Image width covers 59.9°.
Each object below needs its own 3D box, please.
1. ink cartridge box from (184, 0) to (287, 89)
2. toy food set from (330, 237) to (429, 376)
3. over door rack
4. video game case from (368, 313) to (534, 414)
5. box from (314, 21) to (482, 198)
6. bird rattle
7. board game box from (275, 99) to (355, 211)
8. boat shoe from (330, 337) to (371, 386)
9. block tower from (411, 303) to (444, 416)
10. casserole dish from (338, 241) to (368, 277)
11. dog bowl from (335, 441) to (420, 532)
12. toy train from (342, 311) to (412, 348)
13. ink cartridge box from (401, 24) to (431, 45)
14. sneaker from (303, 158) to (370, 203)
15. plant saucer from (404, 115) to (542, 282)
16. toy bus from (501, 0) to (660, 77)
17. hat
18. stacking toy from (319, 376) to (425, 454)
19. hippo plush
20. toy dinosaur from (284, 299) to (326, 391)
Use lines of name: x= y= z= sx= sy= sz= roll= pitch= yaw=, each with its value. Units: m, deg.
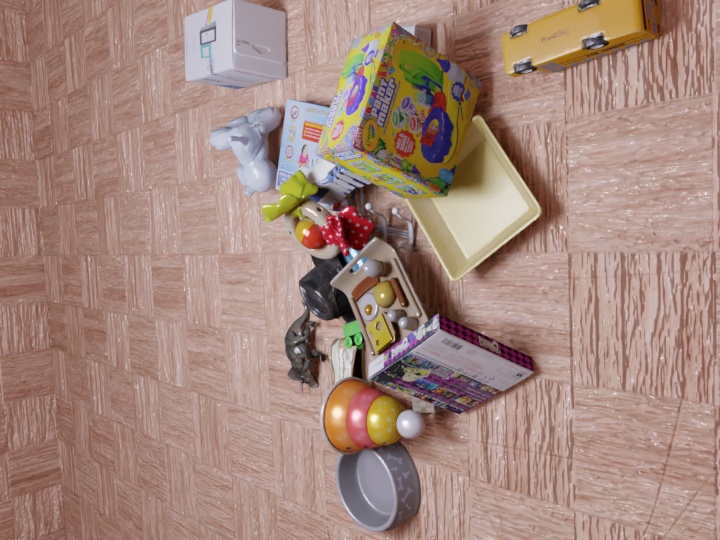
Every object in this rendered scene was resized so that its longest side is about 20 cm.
ink cartridge box: x=-0.280 y=-0.502 z=1.404 sx=0.200 sy=0.147 sz=0.146 roll=7 pitch=99 yaw=45
toy food set: x=0.025 y=0.063 z=1.083 sx=0.144 sy=0.060 sz=0.200 roll=-44 pitch=54 yaw=33
over door rack: x=0.037 y=-0.148 z=1.173 sx=0.148 sy=0.067 sz=0.201 roll=15 pitch=105 yaw=43
video game case: x=0.145 y=0.159 z=1.012 sx=0.181 sy=0.200 sz=0.036 roll=-43 pitch=32 yaw=40
box: x=0.061 y=-0.242 z=0.992 sx=0.122 sy=0.192 sz=0.200 roll=8 pitch=79 yaw=58
bird rattle: x=-0.075 y=-0.085 z=1.151 sx=0.200 sy=0.113 sz=0.163 roll=28 pitch=149 yaw=4
board game box: x=-0.086 y=-0.242 z=1.297 sx=0.200 sy=0.056 sz=0.196 roll=25 pitch=112 yaw=42
boat shoe: x=-0.013 y=0.237 z=1.272 sx=0.076 sy=0.072 sz=0.201 roll=-7 pitch=91 yaw=30
block tower: x=0.116 y=0.162 z=1.134 sx=0.058 sy=0.054 sz=0.201 roll=-12 pitch=86 yaw=47
casserole dish: x=0.000 y=0.000 z=1.206 sx=0.200 sy=0.039 sz=0.121 roll=58 pitch=155 yaw=14
dog bowl: x=0.027 y=0.427 z=1.254 sx=0.200 sy=0.059 sz=0.201 roll=6 pitch=98 yaw=46
toy train: x=0.038 y=0.100 z=1.143 sx=0.200 sy=0.042 sz=0.057 roll=-24 pitch=66 yaw=45
ink cartridge box: x=0.069 y=-0.330 z=1.132 sx=0.109 sy=0.050 sz=0.201 roll=10 pitch=102 yaw=45
sneaker: x=-0.037 y=-0.204 z=1.175 sx=0.199 sy=0.080 sz=0.115 roll=-17 pitch=58 yaw=46
plant saucer: x=0.185 y=-0.115 z=1.031 sx=0.200 sy=0.048 sz=0.200 roll=-43 pitch=65 yaw=36
toy bus: x=0.300 y=-0.327 z=0.871 sx=0.200 sy=0.078 sz=0.065 roll=-7 pitch=91 yaw=46
hat: x=-0.072 y=0.044 z=1.252 sx=0.201 sy=0.081 sz=0.201 roll=51 pitch=158 yaw=30
stacking toy: x=0.034 y=0.273 z=1.141 sx=0.200 sy=0.146 sz=0.147 roll=-6 pitch=90 yaw=48
hippo plush: x=-0.225 y=-0.265 z=1.407 sx=0.200 sy=0.159 sz=0.161 roll=23 pitch=143 yaw=58
toy dinosaur: x=-0.136 y=0.168 z=1.381 sx=0.102 sy=0.077 sz=0.200 roll=-21 pitch=82 yaw=38
